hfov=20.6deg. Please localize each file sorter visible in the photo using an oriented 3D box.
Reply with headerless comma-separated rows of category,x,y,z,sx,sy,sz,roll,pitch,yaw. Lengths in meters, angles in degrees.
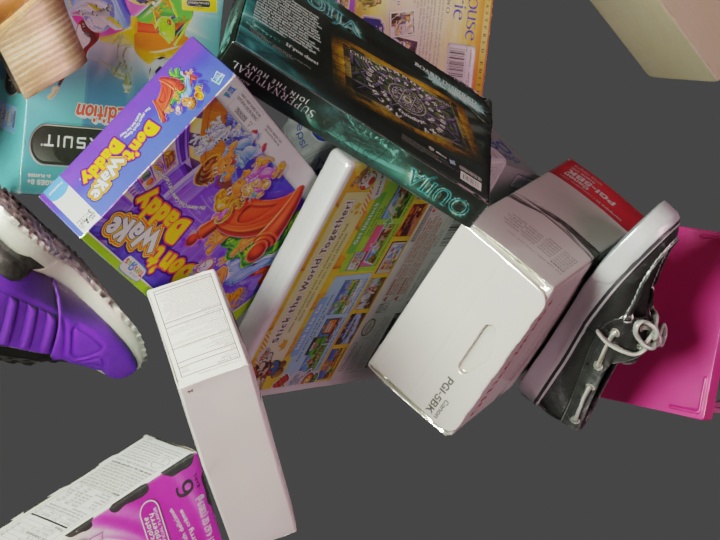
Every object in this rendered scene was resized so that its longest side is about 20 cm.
file sorter,0.234,0.036,1.575,0.125,0.199,0.140,10,90,-48

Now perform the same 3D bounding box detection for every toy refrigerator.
toy refrigerator,0.232,-0.242,1.609,0.200,0.076,0.070,43,68,-40

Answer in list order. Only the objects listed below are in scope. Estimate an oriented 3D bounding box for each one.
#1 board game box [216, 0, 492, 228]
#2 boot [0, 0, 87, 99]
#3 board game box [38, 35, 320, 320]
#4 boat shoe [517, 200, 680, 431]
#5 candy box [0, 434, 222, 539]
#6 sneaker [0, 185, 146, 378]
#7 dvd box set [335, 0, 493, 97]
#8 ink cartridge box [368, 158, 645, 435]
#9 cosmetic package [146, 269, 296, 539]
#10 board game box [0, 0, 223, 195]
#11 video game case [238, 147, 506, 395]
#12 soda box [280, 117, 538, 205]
board game box,0.001,-0.121,1.312,0.199,0.028,0.136,32,31,-15
boot,-0.273,-0.144,1.138,0.199,0.074,0.155,-34,107,-20
board game box,-0.102,-0.044,1.257,0.135,0.045,0.200,-47,152,-3
boat shoe,0.186,0.039,1.426,0.074,0.068,0.200,-33,158,-56
candy box,-0.179,0.216,1.294,0.199,0.061,0.137,-32,119,-36
sneaker,-0.215,0.025,1.227,0.099,0.070,0.200,-42,141,-2
dvd box set,0.019,-0.194,1.437,0.199,0.029,0.148,1,97,-44
ink cartridge box,0.110,0.015,1.444,0.147,0.083,0.200,-57,166,28
cosmetic package,-0.087,0.095,1.290,0.050,0.083,0.201,-17,142,-5
board game box,-0.159,-0.147,1.258,0.150,0.047,0.202,1,96,-45
video game case,0.000,0.000,1.380,0.181,0.023,0.201,-5,131,-51
soda box,0.038,-0.084,1.428,0.199,0.068,0.064,15,118,-48
